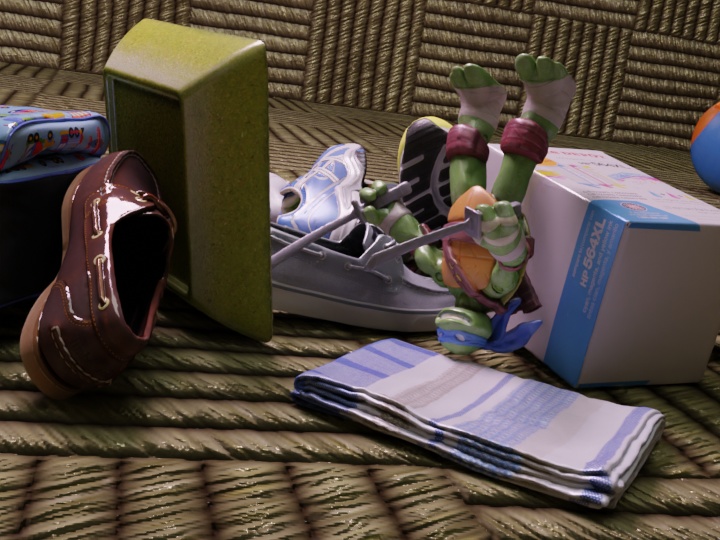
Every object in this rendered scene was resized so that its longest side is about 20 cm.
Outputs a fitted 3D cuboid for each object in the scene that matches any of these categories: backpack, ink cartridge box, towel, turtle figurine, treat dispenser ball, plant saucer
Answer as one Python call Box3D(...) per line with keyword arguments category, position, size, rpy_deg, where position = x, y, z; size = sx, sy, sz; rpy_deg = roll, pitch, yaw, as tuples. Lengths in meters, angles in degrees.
Box3D(category="backpack", position=(-0.282, -0.046, 0.651), size=(0.197, 0.137, 0.182), rpy_deg=(9, 12, 14))
Box3D(category="ink cartridge box", position=(0.169, -0.014, 0.762), size=(0.127, 0.127, 0.200), rpy_deg=(0, 24, -29))
Box3D(category="towel", position=(0.074, 0.080, 0.587), size=(0.198, 0.024, 0.146), rpy_deg=(15, 14, 26))
Box3D(category="turtle figurine", position=(0.057, -0.056, 0.658), size=(0.198, 0.196, 0.144), rpy_deg=(21, -13, -6))
Box3D(category="treat dispenser ball", position=(0.773, -0.251, 2.000), size=(0.198, 0.204, 0.201), rpy_deg=(8, 13, -2))
Box3D(category="plant saucer", position=(-0.132, -0.067, 0.700), size=(0.047, 0.203, 0.199), rpy_deg=(-11, 22, -32))

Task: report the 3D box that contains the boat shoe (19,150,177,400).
Box3D(category="boat shoe", position=(-0.139, -0.010, 0.586), size=(0.070, 0.070, 0.201), rpy_deg=(45, 25, -33))

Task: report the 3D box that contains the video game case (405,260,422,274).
Box3D(category="video game case", position=(-0.012, -0.014, 0.933), size=(0.141, 0.018, 0.200), rpy_deg=(11, 14, 12))

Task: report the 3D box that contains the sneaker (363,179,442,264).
Box3D(category="sneaker", position=(0.044, -0.044, 0.903), size=(0.088, 0.068, 0.200), rpy_deg=(8, 15, -7))

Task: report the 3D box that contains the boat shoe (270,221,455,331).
Box3D(category="boat shoe", position=(-0.001, 0.000, 0.750), size=(0.198, 0.073, 0.070), rpy_deg=(9, 12, -25))

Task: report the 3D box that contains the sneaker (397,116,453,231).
Box3D(category="sneaker", position=(0.083, -0.078, 0.864), size=(0.077, 0.091, 0.200), rpy_deg=(-20, -36, 16))

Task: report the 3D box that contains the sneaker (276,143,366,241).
Box3D(category="sneaker", position=(-0.035, -0.069, 0.896), size=(0.076, 0.077, 0.201), rpy_deg=(6, 23, -5))

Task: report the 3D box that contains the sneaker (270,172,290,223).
Box3D(category="sneaker", position=(-0.109, -0.073, 1.005), size=(0.086, 0.076, 0.200), rpy_deg=(3, 23, -12))
